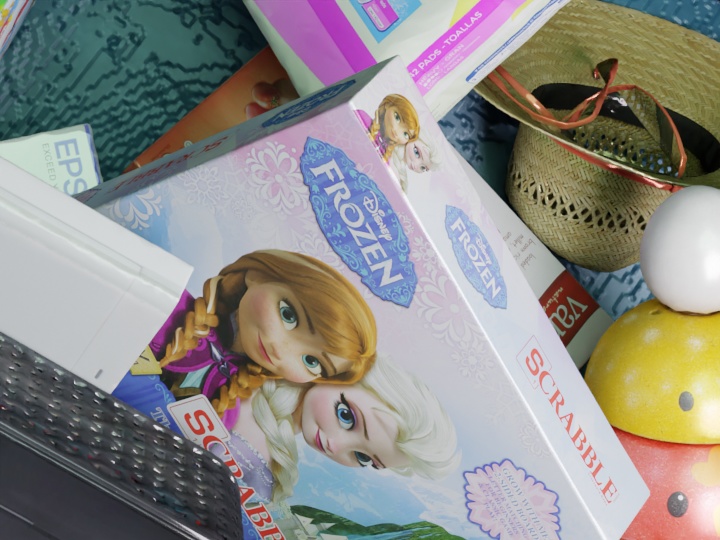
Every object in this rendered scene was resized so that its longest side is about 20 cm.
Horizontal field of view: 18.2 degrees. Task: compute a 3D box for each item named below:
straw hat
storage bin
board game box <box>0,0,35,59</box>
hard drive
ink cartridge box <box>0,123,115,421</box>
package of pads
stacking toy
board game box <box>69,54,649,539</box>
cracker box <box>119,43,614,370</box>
[{"bbox_3d":[0.113,-0.048,1.016,0.199,0.201,0.086,13,117,-11],"label":"straw hat"},{"bbox_3d":[-0.153,0.104,0.849,0.199,0.094,0.136,31,102,-14],"label":"storage bin"},{"bbox_3d":[-0.185,-0.132,0.925,0.102,0.105,0.201,28,57,-7],"label":"board game box"},{"bbox_3d":[-0.177,-0.013,0.871,0.199,0.132,0.026,30,52,-10],"label":"hard drive"},{"bbox_3d":[-0.190,0.052,0.945,0.198,0.043,0.200,-11,83,-17],"label":"ink cartridge box"},{"bbox_3d":[0.009,-0.170,0.941,0.154,0.068,0.201,-41,62,17],"label":"package of pads"},{"bbox_3d":[0.133,0.062,0.938,0.145,0.146,0.202,-8,112,-15],"label":"stacking toy"},{"bbox_3d":[-0.016,0.037,0.888,0.201,0.199,0.041,58,42,-13],"label":"board game box"},{"bbox_3d":[0.000,0.000,0.978,0.200,0.058,0.134,47,53,-3],"label":"cracker box"}]
